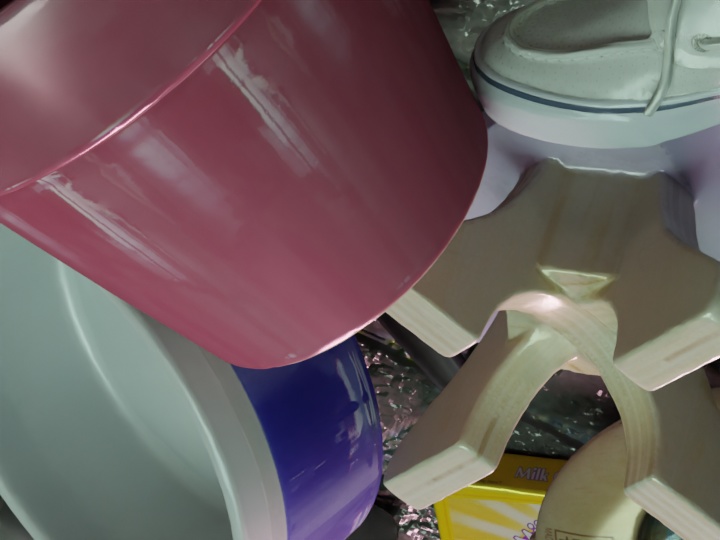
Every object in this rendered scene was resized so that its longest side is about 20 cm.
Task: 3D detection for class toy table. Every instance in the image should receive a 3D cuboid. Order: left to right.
[{"bbox_3d":[0.085,0.009,0.885,0.183,0.118,0.200,29,140,-10],"label":"toy table"}]

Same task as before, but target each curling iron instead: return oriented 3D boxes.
[{"bbox_3d":[0.000,0.000,0.966,0.025,0.050,0.200,-30,122,11],"label":"curling iron"}]

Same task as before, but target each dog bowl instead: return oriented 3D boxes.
[{"bbox_3d":[-0.086,0.045,0.960,0.200,0.079,0.201,34,141,32],"label":"dog bowl"}]

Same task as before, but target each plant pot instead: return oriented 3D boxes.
[{"bbox_3d":[-0.058,-0.071,0.793,0.199,0.201,0.179,-17,129,36],"label":"plant pot"}]

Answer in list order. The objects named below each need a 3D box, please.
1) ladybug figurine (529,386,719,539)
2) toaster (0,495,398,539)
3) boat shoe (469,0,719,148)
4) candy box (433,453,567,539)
[{"bbox_3d":[0.166,0.106,0.972,0.198,0.072,0.137,0,106,17],"label":"ladybug figurine"},{"bbox_3d":[-0.105,0.161,1.130,0.180,0.119,0.200,27,140,-6],"label":"toaster"},{"bbox_3d":[0.125,-0.096,0.785,0.200,0.075,0.086,-2,135,22],"label":"boat shoe"},{"bbox_3d":[0.133,0.129,1.066,0.198,0.027,0.103,5,133,18],"label":"candy box"}]
